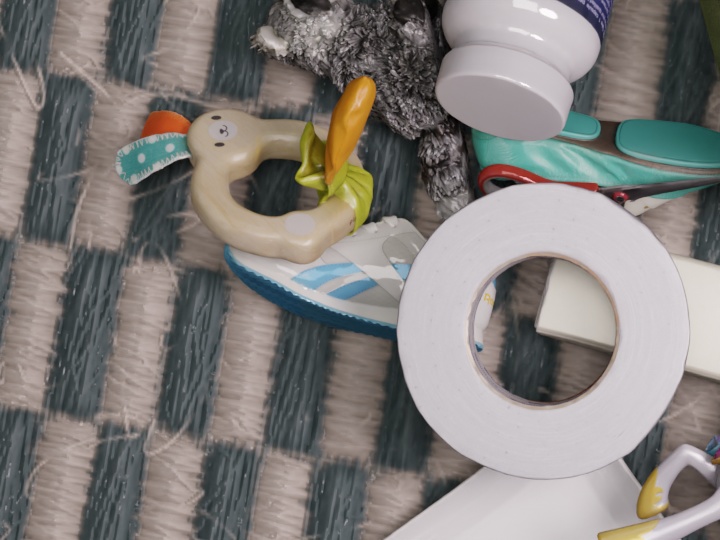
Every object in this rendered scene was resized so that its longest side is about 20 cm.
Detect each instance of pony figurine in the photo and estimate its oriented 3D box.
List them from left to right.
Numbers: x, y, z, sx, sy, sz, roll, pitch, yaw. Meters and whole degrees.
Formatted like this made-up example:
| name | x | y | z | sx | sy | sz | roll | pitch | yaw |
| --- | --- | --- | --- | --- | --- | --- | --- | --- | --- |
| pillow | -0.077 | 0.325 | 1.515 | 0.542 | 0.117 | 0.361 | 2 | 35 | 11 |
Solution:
| name | x | y | z | sx | sy | sz | roll | pitch | yaw |
| --- | --- | --- | --- | --- | --- | --- | --- | --- | --- |
| pony figurine | 0.291 | 0.170 | 1.500 | 0.200 | 0.167 | 0.193 | -43 | 98 | 14 |

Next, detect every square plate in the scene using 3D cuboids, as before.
| name | x | y | z | sx | sy | sz | roll | pitch | yaw |
| --- | --- | --- | --- | --- | --- | --- | --- | --- | --- |
| square plate | 0.136 | 0.229 | 1.583 | 0.198 | 0.028 | 0.201 | -37 | 83 | 3 |

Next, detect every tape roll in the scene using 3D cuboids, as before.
| name | x | y | z | sx | sy | sz | roll | pitch | yaw |
| --- | --- | --- | --- | --- | --- | --- | --- | --- | --- |
| tape roll | 0.125 | 0.041 | 1.510 | 0.198 | 0.066 | 0.202 | 0 | 90 | 7 |

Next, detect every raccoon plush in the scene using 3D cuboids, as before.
| name | x | y | z | sx | sy | sz | roll | pitch | yaw |
| --- | --- | --- | --- | --- | --- | --- | --- | --- | --- |
| raccoon plush | -0.001 | -0.122 | 1.594 | 0.133 | 0.097 | 0.202 | -10 | 85 | 13 |

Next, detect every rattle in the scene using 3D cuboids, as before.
| name | x | y | z | sx | sy | sz | roll | pitch | yaw |
| --- | --- | --- | --- | --- | --- | --- | --- | --- | --- |
| rattle | -0.088 | -0.101 | 1.553 | 0.199 | 0.143 | 0.130 | 34 | 70 | 25 |

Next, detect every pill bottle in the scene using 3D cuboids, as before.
| name | x | y | z | sx | sy | sz | roll | pitch | yaw |
| --- | --- | --- | --- | --- | --- | --- | --- | --- | --- |
| pill bottle | 0.122 | -0.200 | 1.544 | 0.115 | 0.116 | 0.201 | 14 | 69 | 7 |

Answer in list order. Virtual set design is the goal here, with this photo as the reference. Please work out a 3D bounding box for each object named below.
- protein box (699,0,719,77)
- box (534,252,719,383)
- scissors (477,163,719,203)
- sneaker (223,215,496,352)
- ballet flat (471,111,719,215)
| name | x | y | z | sx | sy | sz | roll | pitch | yaw |
| --- | --- | --- | --- | --- | --- | --- | --- | --- | --- |
| protein box | 0.321 | -0.140 | 1.502 | 0.134 | 0.200 | 0.200 | -15 | 85 | 5 |
| box | 0.228 | 0.032 | 1.567 | 0.198 | 0.068 | 0.083 | 16 | 88 | 7 |
| scissors | 0.175 | -0.050 | 1.562 | 0.198 | 0.073 | 0.014 | 1 | 53 | 19 |
| sneaker | 0.000 | 0.000 | 1.595 | 0.198 | 0.077 | 0.081 | 15 | 79 | 0 |
| ballet flat | 0.177 | -0.076 | 1.587 | 0.198 | 0.067 | 0.071 | 11 | 124 | 9 |
